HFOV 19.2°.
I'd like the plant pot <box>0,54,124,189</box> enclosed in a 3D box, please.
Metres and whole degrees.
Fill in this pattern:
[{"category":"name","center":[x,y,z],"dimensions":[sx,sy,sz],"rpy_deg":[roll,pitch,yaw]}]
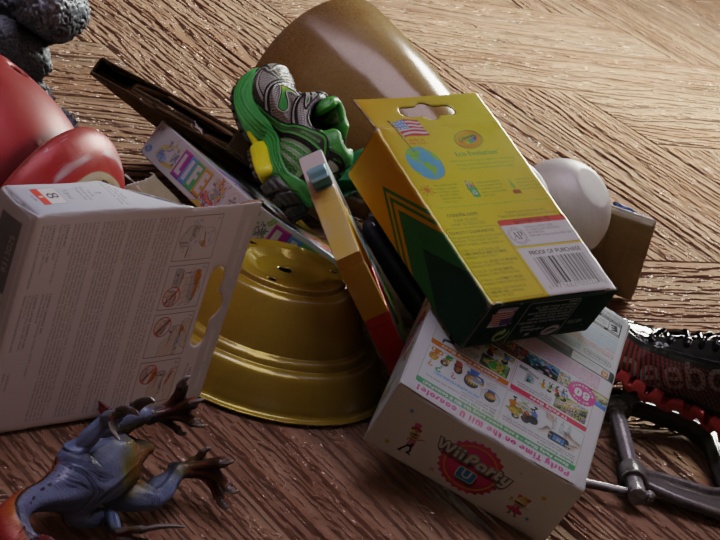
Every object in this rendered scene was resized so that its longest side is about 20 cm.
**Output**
[{"category":"plant pot","center":[-0.273,-0.050,1.462],"dimensions":[0.182,0.201,0.200],"rpy_deg":[29,22,14]}]

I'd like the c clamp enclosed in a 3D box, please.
[{"category":"c clamp","center":[0.223,0.136,1.619],"dimensions":[0.170,0.027,0.200],"rpy_deg":[19,19,0]}]

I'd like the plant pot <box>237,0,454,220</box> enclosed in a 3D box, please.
[{"category":"plant pot","center":[0.023,-0.118,1.919],"dimensions":[0.200,0.187,0.186],"rpy_deg":[38,28,32]}]

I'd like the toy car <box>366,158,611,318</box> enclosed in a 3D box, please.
[{"category":"toy car","center":[0.116,0.003,1.729],"dimensions":[0.200,0.175,0.151],"rpy_deg":[-1,62,-49]}]

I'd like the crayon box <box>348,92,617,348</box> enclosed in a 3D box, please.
[{"category":"crayon box","center":[0.079,-0.040,1.521],"dimensions":[0.127,0.051,0.200],"rpy_deg":[-5,52,-39]}]

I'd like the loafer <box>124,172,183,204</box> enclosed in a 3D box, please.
[{"category":"loafer","center":[-0.170,-0.040,1.698],"dimensions":[0.199,0.069,0.076],"rpy_deg":[21,20,11]}]

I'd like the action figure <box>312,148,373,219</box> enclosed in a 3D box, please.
[{"category":"action figure","center":[0.025,-0.074,1.691],"dimensions":[0.118,0.055,0.200],"rpy_deg":[-36,14,-20]}]

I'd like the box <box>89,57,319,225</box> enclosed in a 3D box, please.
[{"category":"box","center":[-0.129,-0.111,1.856],"dimensions":[0.163,0.021,0.200],"rpy_deg":[29,-5,28]}]

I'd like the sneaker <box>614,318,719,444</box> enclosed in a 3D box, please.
[{"category":"sneaker","center":[0.264,0.075,1.651],"dimensions":[0.200,0.098,0.071],"rpy_deg":[30,21,15]}]

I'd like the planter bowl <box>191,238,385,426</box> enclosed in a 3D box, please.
[{"category":"planter bowl","center":[-0.065,0.031,1.577],"dimensions":[0.199,0.084,0.201],"rpy_deg":[16,20,-6]}]

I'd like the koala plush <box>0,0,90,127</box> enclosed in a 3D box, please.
[{"category":"koala plush","center":[-0.326,-0.140,1.714],"dimensions":[0.183,0.178,0.200],"rpy_deg":[6,20,2]}]

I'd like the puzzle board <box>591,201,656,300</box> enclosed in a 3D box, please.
[{"category":"puzzle board","center":[0.181,-0.035,1.883],"dimensions":[0.150,0.017,0.200],"rpy_deg":[20,-17,8]}]

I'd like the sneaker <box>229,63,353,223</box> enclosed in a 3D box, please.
[{"category":"sneaker","center":[-0.048,-0.115,1.733],"dimensions":[0.078,0.085,0.200],"rpy_deg":[50,10,-34]}]

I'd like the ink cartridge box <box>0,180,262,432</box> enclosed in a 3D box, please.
[{"category":"ink cartridge box","center":[-0.169,0.019,1.409],"dimensions":[0.050,0.163,0.200],"rpy_deg":[33,25,33]}]

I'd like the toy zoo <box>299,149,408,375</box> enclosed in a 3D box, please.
[{"category":"toy zoo","center":[0.000,0.000,1.562],"dimensions":[0.020,0.200,0.131],"rpy_deg":[-24,39,3]}]

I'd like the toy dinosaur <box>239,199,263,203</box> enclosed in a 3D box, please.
[{"category":"toy dinosaur","center":[-0.169,-0.016,1.563],"dimensions":[0.199,0.061,0.107],"rpy_deg":[-8,50,1]}]

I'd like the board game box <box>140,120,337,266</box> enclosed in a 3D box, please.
[{"category":"board game box","center":[-0.089,-0.046,1.736],"dimensions":[0.134,0.034,0.200],"rpy_deg":[34,4,-33]}]

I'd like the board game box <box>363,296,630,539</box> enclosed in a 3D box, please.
[{"category":"board game box","center":[0.101,0.076,1.503],"dimensions":[0.147,0.064,0.200],"rpy_deg":[31,37,-3]}]

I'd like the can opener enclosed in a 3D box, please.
[{"category":"can opener","center":[0.066,0.033,1.624],"dimensions":[0.078,0.063,0.200],"rpy_deg":[-27,70,-42]}]

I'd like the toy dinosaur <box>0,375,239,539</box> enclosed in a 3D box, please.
[{"category":"toy dinosaur","center":[-0.160,0.138,1.289],"dimensions":[0.181,0.105,0.200],"rpy_deg":[-19,1,-39]}]
